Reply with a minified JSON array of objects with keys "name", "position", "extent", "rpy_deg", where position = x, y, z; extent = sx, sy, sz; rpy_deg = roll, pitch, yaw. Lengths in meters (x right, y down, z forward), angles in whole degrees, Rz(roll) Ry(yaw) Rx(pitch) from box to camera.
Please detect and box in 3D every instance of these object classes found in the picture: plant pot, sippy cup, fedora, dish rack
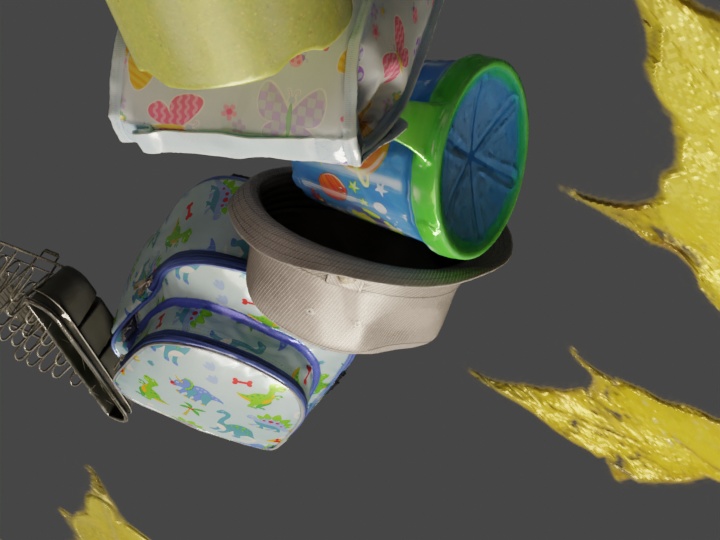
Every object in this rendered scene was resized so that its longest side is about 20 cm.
[{"name":"plant pot","position":[-0.085,-0.209,1.277],"extent":[0.199,0.201,0.185],"rpy_deg":[0,124,25]},{"name":"sippy cup","position":[0.027,-0.085,1.559],"extent":[0.130,0.140,0.178],"rpy_deg":[12,139,29]},{"name":"fedora","position":[0.000,0.000,1.620],"extent":[0.199,0.177,0.091],"rpy_deg":[9,115,-10]},{"name":"dish rack","position":[-0.266,0.033,1.876],"extent":[0.199,0.055,0.154],"rpy_deg":[21,151,39]}]

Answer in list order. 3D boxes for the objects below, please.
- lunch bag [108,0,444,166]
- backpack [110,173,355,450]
[{"name":"lunch bag","position":[-0.050,-0.148,1.431],"extent":[0.169,0.201,0.127],"rpy_deg":[3,143,20]},{"name":"backpack","position":[-0.086,0.037,1.759],"extent":[0.182,0.148,0.200],"rpy_deg":[23,145,-10]}]
